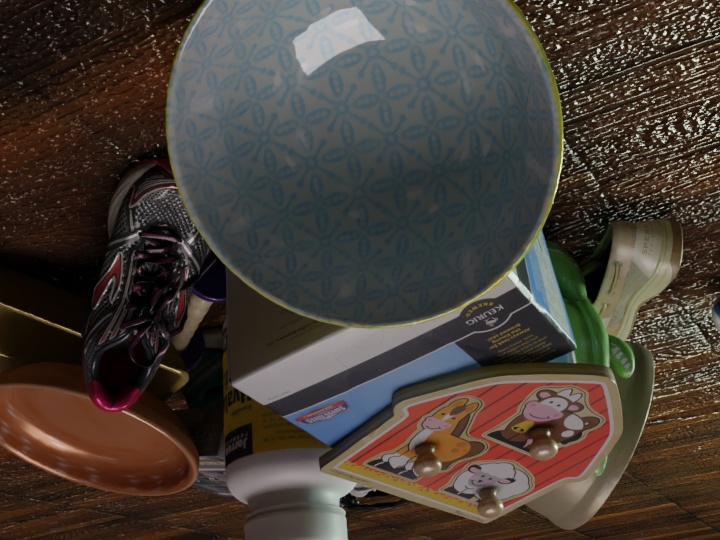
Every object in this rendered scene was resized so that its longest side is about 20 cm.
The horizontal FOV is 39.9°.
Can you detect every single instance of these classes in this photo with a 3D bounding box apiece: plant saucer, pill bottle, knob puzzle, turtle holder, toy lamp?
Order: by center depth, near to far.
[{"bbox_3d":[0.100,0.127,0.700,0.218,0.031,0.220,-3,140,-3],"label":"knob puzzle"},{"bbox_3d":[0.130,0.072,0.786,0.131,0.141,0.186,9,118,-20],"label":"turtle holder"},{"bbox_3d":[-0.058,0.131,0.820,0.110,0.201,0.111,-5,154,-2],"label":"pill bottle"},{"bbox_3d":[-0.265,0.069,0.849,0.199,0.049,0.200,25,145,-21],"label":"plant saucer"},{"bbox_3d":[-0.148,0.043,0.851,0.058,0.059,0.200,4,153,-20],"label":"toy lamp"},{"bbox_3d":[-0.232,0.135,0.856,0.199,0.038,0.201,10,145,7],"label":"plant saucer"}]

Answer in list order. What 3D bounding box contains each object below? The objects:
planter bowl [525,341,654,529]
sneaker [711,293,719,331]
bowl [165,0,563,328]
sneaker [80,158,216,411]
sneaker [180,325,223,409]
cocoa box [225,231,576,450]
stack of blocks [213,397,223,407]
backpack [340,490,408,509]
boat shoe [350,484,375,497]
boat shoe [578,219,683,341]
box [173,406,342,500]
[{"bbox_3d":[0.186,0.139,1.001,0.134,0.201,0.200,26,150,-3],"label":"planter bowl"},{"bbox_3d":[0.422,0.025,0.902,0.146,0.081,0.200,9,157,-38],"label":"sneaker"},{"bbox_3d":[0.008,-0.080,0.531,0.199,0.201,0.108,-13,-164,15],"label":"bowl"},{"bbox_3d":[-0.148,0.012,0.703,0.080,0.075,0.201,11,122,-18],"label":"sneaker"},{"bbox_3d":[-0.076,0.093,0.945,0.199,0.080,0.078,-11,155,9],"label":"sneaker"},{"bbox_3d":[0.023,0.014,0.683,0.199,0.134,0.131,-27,138,22],"label":"cocoa box"},{"bbox_3d":[-0.110,0.164,1.068,0.114,0.059,0.200,16,155,0],"label":"stack of blocks"},{"bbox_3d":[0.058,0.189,1.119,0.166,0.127,0.200,-13,166,-30],"label":"backpack"},{"bbox_3d":[-0.003,0.199,1.024,0.072,0.069,0.200,2,159,-32],"label":"boat shoe"},{"bbox_3d":[0.209,0.015,0.858,0.064,0.073,0.200,8,152,-5],"label":"boat shoe"},{"bbox_3d":[-0.133,0.184,0.980,0.158,0.049,0.199,29,152,-36],"label":"box"}]
